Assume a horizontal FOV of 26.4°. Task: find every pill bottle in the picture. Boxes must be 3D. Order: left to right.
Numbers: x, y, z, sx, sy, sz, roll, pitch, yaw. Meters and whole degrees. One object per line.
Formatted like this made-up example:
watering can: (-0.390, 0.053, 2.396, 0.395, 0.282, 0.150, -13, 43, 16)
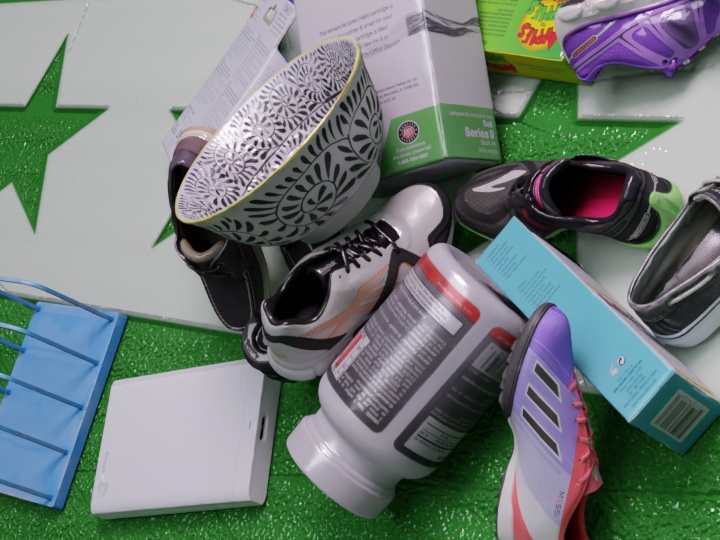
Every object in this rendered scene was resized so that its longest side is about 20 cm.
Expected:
pill bottle: (0.040, 0.087, 1.193, 0.200, 0.116, 0.116, -49, 46, 10)

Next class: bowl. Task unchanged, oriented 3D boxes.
bowl: (-0.046, -0.084, 1.233, 0.200, 0.094, 0.201, -38, 23, 19)

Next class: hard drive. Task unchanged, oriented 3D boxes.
hard drive: (-0.160, 0.154, 1.399, 0.199, 0.026, 0.133, -11, 62, 37)

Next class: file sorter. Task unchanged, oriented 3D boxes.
file sorter: (-0.346, 0.113, 1.515, 0.138, 0.123, 0.201, 5, 72, 42)

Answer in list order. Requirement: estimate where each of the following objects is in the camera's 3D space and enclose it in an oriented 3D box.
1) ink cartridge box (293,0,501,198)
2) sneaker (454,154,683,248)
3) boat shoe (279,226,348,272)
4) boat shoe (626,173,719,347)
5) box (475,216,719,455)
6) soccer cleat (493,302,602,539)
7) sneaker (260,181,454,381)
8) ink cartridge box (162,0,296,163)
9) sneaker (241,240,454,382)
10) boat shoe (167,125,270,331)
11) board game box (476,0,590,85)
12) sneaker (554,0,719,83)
ink cartridge box: (0.029, -0.174, 1.305, 0.146, 0.084, 0.201, -13, 82, 42)
sneaker: (0.152, -0.063, 1.192, 0.199, 0.084, 0.077, 0, 69, 41)
boat shoe: (-0.060, -0.051, 1.392, 0.069, 0.057, 0.200, -40, 48, 18)
boat shoe: (0.266, -0.035, 1.087, 0.200, 0.071, 0.072, -56, 45, 3)
box: (0.171, 0.045, 1.122, 0.049, 0.082, 0.200, -50, 45, 9)
soccer cleat: (0.139, 0.117, 1.075, 0.073, 0.068, 0.201, 17, 119, 29)
sneaker: (0.000, 0.000, 1.220, 0.074, 0.080, 0.200, 35, 72, 29)
ink cartridge box: (-0.112, -0.172, 1.457, 0.200, 0.041, 0.200, -55, 19, 8)
sneaker: (-0.008, 0.026, 1.297, 0.199, 0.079, 0.076, -31, 57, -2)
boat shoe: (-0.132, -0.026, 1.355, 0.072, 0.201, 0.065, 5, 33, 24)
board game box: (0.126, -0.225, 1.323, 0.199, 0.048, 0.102, 15, 80, 45)
sneaker: (0.253, -0.196, 1.193, 0.199, 0.084, 0.081, -13, 16, 25)
